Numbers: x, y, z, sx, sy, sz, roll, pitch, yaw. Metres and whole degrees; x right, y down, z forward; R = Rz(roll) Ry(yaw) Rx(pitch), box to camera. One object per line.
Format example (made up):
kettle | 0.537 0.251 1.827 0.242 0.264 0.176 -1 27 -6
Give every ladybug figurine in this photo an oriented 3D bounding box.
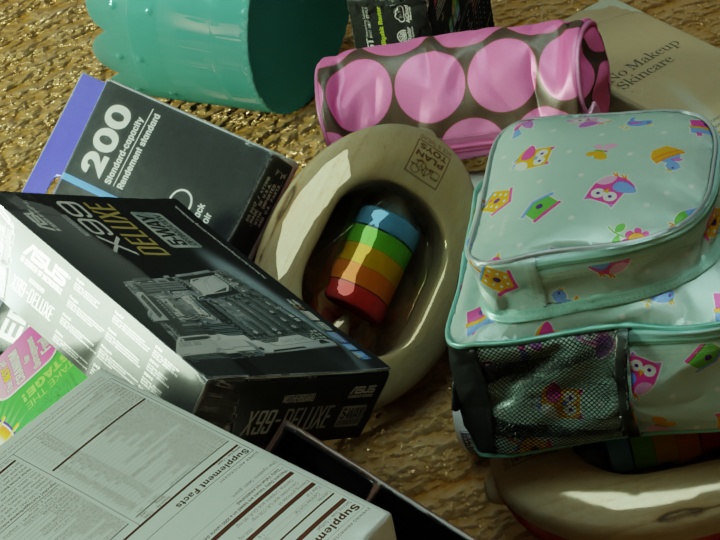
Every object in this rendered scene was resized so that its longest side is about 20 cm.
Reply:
ladybug figurine | 0.167 0.110 1.106 0.198 0.072 0.136 -9 36 0
ladybug figurine | 0.000 0.000 1.238 0.135 0.072 0.201 33 70 -10

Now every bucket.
bucket | -0.101 -0.220 1.513 0.134 0.209 0.208 13 42 22

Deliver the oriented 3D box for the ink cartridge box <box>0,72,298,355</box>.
ink cartridge box | -0.165 -0.018 1.281 0.199 0.043 0.199 24 86 32

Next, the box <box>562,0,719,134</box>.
box | 0.212 -0.111 1.387 0.095 0.078 0.200 -31 41 -24

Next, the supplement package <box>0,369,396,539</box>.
supplement package | -0.091 0.191 0.958 0.199 0.192 0.147 22 47 36

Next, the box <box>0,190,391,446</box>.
box | -0.105 0.026 1.109 0.200 0.050 0.157 37 21 33

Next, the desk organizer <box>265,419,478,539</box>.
desk organizer | 0.015 0.168 1.022 0.199 0.077 0.072 30 50 23

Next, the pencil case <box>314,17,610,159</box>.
pencil case | 0.071 -0.112 1.333 0.198 0.091 0.094 -10 43 15

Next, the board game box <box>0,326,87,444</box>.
board game box | -0.198 0.121 1.123 0.200 0.040 0.153 -45 37 3

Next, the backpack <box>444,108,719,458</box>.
backpack | 0.152 0.003 1.064 0.198 0.154 0.176 2 35 12

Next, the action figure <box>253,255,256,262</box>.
action figure | -0.084 0.002 1.317 0.198 0.066 0.052 -2 40 13

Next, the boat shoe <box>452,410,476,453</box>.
boat shoe | 0.106 0.019 1.209 0.065 0.074 0.202 -2 65 25

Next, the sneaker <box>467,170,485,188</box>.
sneaker | 0.048 -0.031 1.342 0.198 0.075 0.087 -1 20 8

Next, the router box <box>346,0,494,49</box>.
router box | 0.049 -0.188 1.466 0.062 0.151 0.201 0 37 15

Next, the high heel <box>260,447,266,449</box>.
high heel | -0.108 0.153 1.140 0.198 0.068 0.097 -14 61 0
